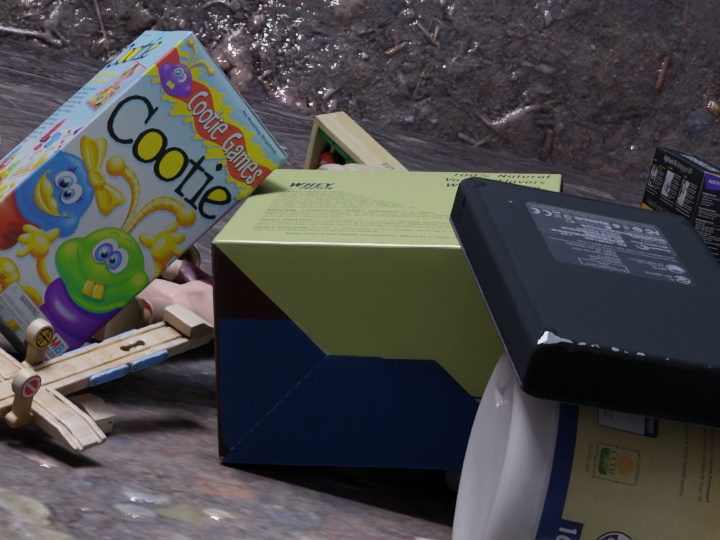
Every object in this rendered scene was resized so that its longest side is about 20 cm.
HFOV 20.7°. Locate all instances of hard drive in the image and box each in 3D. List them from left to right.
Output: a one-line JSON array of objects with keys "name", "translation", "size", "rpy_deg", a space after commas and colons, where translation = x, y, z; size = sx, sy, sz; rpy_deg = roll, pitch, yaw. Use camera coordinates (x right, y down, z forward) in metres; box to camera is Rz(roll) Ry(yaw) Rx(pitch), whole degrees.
[{"name": "hard drive", "translation": [0.129, 0.014, 0.997], "size": [0.138, 0.033, 0.200], "rpy_deg": [10, 22, -12]}]

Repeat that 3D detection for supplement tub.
[{"name": "supplement tub", "translation": [0.156, 0.123, 0.995], "size": [0.198, 0.146, 0.144], "rpy_deg": [13, 10, -5]}]

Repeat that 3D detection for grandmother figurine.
[{"name": "grandmother figurine", "translation": [-0.114, 0.029, 1.413], "size": [0.199, 0.061, 0.122], "rpy_deg": [7, 39, -51]}]

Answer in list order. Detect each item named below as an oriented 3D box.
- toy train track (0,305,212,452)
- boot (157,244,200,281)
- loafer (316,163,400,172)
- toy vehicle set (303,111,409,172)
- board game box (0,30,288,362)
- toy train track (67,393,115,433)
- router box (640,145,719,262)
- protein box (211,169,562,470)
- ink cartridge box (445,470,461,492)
[{"name": "toy train track", "translation": [-0.159, 0.047, 1.128], "size": [0.114, 0.033, 0.199], "rpy_deg": [32, 31, 29]}, {"name": "boot", "translation": [-0.229, -0.025, 1.500], "size": [0.154, 0.073, 0.199], "rpy_deg": [23, 12, 29]}, {"name": "loafer", "translation": [0.000, 0.000, 1.392], "size": [0.068, 0.201, 0.076], "rpy_deg": [-10, 56, -13]}, {"name": "toy vehicle set", "translation": [0.019, -0.013, 1.442], "size": [0.026, 0.125, 0.200], "rpy_deg": [-12, 40, -34]}, {"name": "board game box", "translation": [-0.162, -0.046, 1.233], "size": [0.103, 0.200, 0.105], "rpy_deg": [51, -13, -19]}, {"name": "toy train track", "translation": [-0.232, 0.050, 1.172], "size": [0.199, 0.033, 0.115], "rpy_deg": [20, 11, 22]}, {"name": "router box", "translation": [0.358, -0.045, 2.204], "size": [0.052, 0.159, 0.200], "rpy_deg": [12, 11, -9]}, {"name": "protein box", "translation": [0.024, 0.025, 1.211], "size": [0.196, 0.136, 0.200], "rpy_deg": [1, 15, 7]}, {"name": "ink cartridge box", "translation": [0.188, 0.147, 1.209], "size": [0.199, 0.047, 0.197], "rpy_deg": [1, 15, -45]}]
